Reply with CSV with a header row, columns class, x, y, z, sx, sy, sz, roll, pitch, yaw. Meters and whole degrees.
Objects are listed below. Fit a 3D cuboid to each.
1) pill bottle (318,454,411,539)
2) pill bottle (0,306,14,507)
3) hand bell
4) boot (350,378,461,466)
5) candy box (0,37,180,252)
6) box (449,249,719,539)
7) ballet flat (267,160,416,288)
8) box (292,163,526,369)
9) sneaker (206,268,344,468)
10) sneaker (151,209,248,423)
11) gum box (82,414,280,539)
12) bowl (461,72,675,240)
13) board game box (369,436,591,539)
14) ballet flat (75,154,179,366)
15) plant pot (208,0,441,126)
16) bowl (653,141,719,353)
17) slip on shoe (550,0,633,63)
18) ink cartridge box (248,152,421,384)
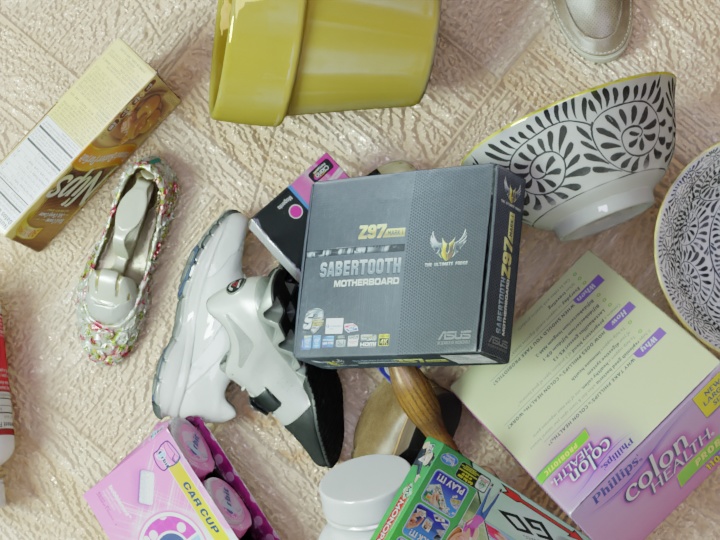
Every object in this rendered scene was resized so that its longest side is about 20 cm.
class,x,y,z,sx,sy,sz,roll,pitch,yaw
pill bottle,0.024,0.265,1.600,0.110,0.111,0.202,-10,111,5
pill bottle,-0.374,0.120,1.695,0.111,0.112,0.202,-8,83,5
hand bell,0.076,0.156,1.614,0.103,0.104,0.201,-27,104,2
boot,0.017,0.186,1.681,0.075,0.073,0.201,30,94,44
candy box,-0.259,-0.112,1.707,0.055,0.115,0.200,42,89,10
box,0.207,0.113,1.593,0.176,0.097,0.200,-44,40,0
ballet flat,-0.017,-0.021,1.699,0.066,0.057,0.200,41,84,12
box,0.039,-0.001,1.563,0.198,0.051,0.159,-3,74,37
sneaker,-0.076,0.091,1.668,0.088,0.074,0.201,-11,116,23
sneaker,-0.131,0.045,1.709,0.086,0.074,0.202,15,89,-8
gum box,-0.149,0.238,1.663,0.113,0.066,0.201,-38,81,23
bowl,0.195,-0.085,1.607,0.199,0.201,0.095,-21,81,3
board game box,0.101,0.245,1.554,0.199,0.029,0.135,34,82,-27
ballet flat,-0.221,-0.013,1.719,0.075,0.064,0.202,13,86,6
plant pot,-0.031,-0.222,1.668,0.187,0.201,0.203,7,84,-9
bowl,0.355,-0.015,1.644,0.198,0.094,0.203,-1,84,5
slip on shoe,0.207,-0.292,1.706,0.075,0.061,0.202,-5,83,5
ink cartridge box,0.000,0.000,1.663,0.095,0.037,0.200,-42,88,-12
